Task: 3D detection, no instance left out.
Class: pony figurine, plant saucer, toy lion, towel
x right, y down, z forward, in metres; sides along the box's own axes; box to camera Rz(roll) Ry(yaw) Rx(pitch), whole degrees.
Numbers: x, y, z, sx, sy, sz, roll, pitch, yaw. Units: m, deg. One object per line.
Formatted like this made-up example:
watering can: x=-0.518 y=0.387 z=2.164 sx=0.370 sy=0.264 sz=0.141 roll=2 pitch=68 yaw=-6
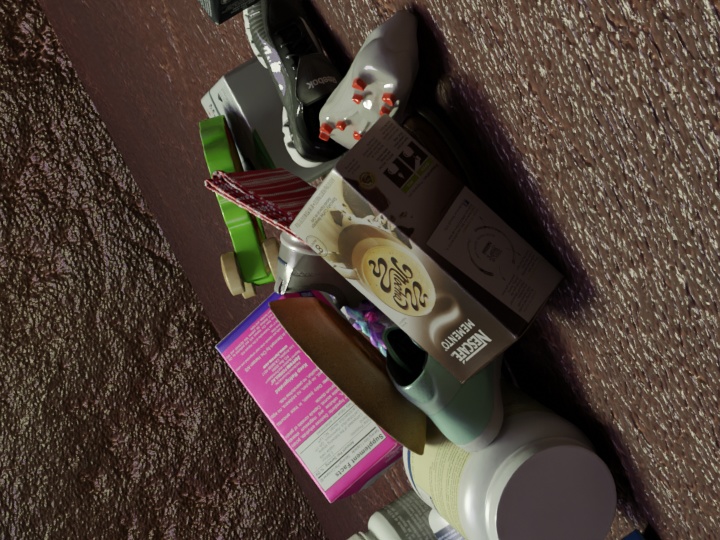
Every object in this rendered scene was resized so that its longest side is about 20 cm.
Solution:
pony figurine: x=-0.001 y=0.030 z=1.724 sx=0.201 sy=0.166 sz=0.193 roll=58 pitch=-160 yaw=-10
plant saucer: x=-0.002 y=0.088 z=1.458 sx=0.200 sy=0.035 sz=0.200 roll=45 pitch=-177 yaw=-3
toy lion: x=-0.133 y=-0.072 z=1.729 sx=0.200 sy=0.068 sz=0.193 roll=67 pitch=-174 yaw=-87
towel: x=-0.029 y=-0.047 z=1.458 sx=0.199 sy=0.023 sz=0.144 roll=29 pitch=-163 yaw=21

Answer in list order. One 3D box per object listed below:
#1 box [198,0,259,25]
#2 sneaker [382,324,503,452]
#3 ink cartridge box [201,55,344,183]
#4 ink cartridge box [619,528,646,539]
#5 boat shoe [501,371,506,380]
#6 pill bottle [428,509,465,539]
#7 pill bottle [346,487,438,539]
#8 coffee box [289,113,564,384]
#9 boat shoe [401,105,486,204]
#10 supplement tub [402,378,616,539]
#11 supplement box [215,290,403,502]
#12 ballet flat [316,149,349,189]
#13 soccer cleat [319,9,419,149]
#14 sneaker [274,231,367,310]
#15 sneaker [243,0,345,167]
box: x=-0.130 y=-0.338 z=1.366 sx=0.201 sy=0.122 sz=0.106 roll=57 pitch=168 yaw=15
sneaker: x=0.072 y=0.060 z=1.444 sx=0.118 sy=0.074 sz=0.201 roll=41 pitch=-155 yaw=-28
ink cartridge box: x=-0.100 y=-0.159 z=1.764 sx=0.147 sy=0.083 sz=0.200 roll=61 pitch=169 yaw=-5
ink cartridge box: x=0.274 y=0.354 z=1.448 sx=0.201 sy=0.083 sz=0.145 roll=55 pitch=170 yaw=19
boat shoe: x=0.137 y=0.175 z=1.639 sx=0.074 sy=0.064 sz=0.203 roll=44 pitch=160 yaw=52
pill bottle: x=0.146 y=0.292 z=1.769 sx=0.201 sy=0.110 sz=0.111 roll=57 pitch=168 yaw=8
pill bottle: x=0.080 y=0.314 z=1.874 sx=0.114 sy=0.199 sz=0.114 roll=55 pitch=167 yaw=19
coffee box: x=0.053 y=-0.015 z=1.299 sx=0.200 sy=0.080 sz=0.113 roll=42 pitch=148 yaw=0
boat shoe: x=0.070 y=-0.044 z=1.378 sx=0.072 sy=0.068 sz=0.201 roll=38 pitch=155 yaw=59
supplement tub: x=0.138 y=0.190 z=1.478 sx=0.146 sy=0.144 sz=0.200 roll=64 pitch=167 yaw=-21
supplement box: x=-0.037 y=0.122 z=1.606 sx=0.201 sy=0.103 sz=0.101 roll=53 pitch=-160 yaw=12
ballet flat: x=-0.009 y=-0.088 z=1.580 sx=0.068 sy=0.075 sz=0.200 roll=60 pitch=168 yaw=7
soccer cleat: x=0.014 y=-0.153 z=1.341 sx=0.069 sy=0.078 sz=0.200 roll=27 pitch=163 yaw=-4
sneaker: x=0.000 y=0.000 z=1.532 sx=0.075 sy=0.199 sz=0.083 roll=48 pitch=120 yaw=55
sneaker: x=-0.054 y=-0.194 z=1.524 sx=0.090 sy=0.066 sz=0.202 roll=17 pitch=128 yaw=63
